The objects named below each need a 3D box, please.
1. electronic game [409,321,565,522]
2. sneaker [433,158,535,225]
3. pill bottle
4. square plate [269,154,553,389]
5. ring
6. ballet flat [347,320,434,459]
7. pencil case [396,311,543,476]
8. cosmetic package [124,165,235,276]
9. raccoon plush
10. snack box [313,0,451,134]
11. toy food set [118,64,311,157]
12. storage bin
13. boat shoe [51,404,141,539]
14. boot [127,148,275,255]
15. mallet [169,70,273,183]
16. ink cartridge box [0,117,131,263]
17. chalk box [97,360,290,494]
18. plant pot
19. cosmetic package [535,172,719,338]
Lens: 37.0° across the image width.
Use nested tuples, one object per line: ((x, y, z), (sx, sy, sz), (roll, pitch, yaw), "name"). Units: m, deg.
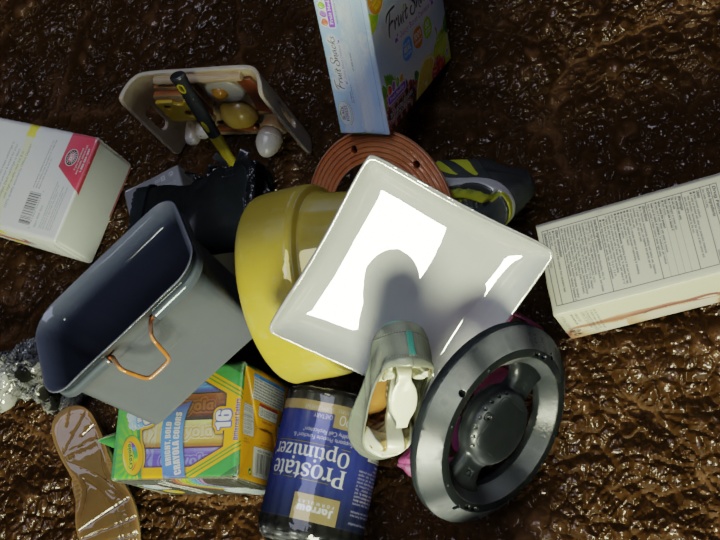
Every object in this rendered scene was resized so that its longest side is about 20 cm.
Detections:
((0.124, 0.145, 1.018), (0.041, 0.200, 0.201), (26, 83, 46), "electronic game")
((0.106, -0.087, 1.187), (0.084, 0.075, 0.199), (-25, 31, -36), "sneaker")
((-0.043, 0.228, 1.109), (0.111, 0.112, 0.203), (5, 74, 25), "pill bottle")
((0.044, 0.015, 0.993), (0.201, 0.196, 0.029), (-58, 17, 23), "square plate")
((0.024, -0.055, 1.185), (0.199, 0.019, 0.203), (11, 109, 34), "ring")
((0.027, 0.132, 0.998), (0.066, 0.201, 0.064), (-3, 45, -12), "ballet flat")
((0.107, 0.128, 1.089), (0.090, 0.094, 0.202), (20, 81, 28), "pencil case")
((-0.200, -0.008, 1.266), (0.089, 0.107, 0.202), (-23, 63, 15), "cosmetic package")
((-0.384, 0.098, 1.343), (0.133, 0.097, 0.200), (13, 47, 40), "raccoon plush")
((0.028, -0.269, 1.174), (0.067, 0.170, 0.200), (4, 34, 24), "snack box")
((-0.172, -0.179, 1.290), (0.198, 0.144, 0.061), (1, 69, 24), "toy food set")
((-0.199, 0.060, 1.066), (0.200, 0.134, 0.146), (-43, 41, 10), "storage bin")
((-0.298, 0.252, 1.241), (0.071, 0.072, 0.202), (-22, 85, -4), "boat shoe")
((-0.172, -0.026, 1.160), (0.161, 0.073, 0.201), (-10, 64, 21), "boot")
((-0.176, -0.152, 1.260), (0.065, 0.200, 0.041), (-8, 47, 30), "mallet")
((-0.421, -0.108, 1.410), (0.198, 0.083, 0.147), (14, 78, 27), "ink cartridge box")
((-0.190, 0.177, 1.185), (0.197, 0.125, 0.126), (-4, 70, 21), "chalk box")
((0.000, 0.000, 1.098), (0.187, 0.201, 0.203), (-13, 67, 21), "plant pot")
((0.285, -0.012, 1.064), (0.198, 0.087, 0.105), (-15, 65, 19), "cosmetic package")
